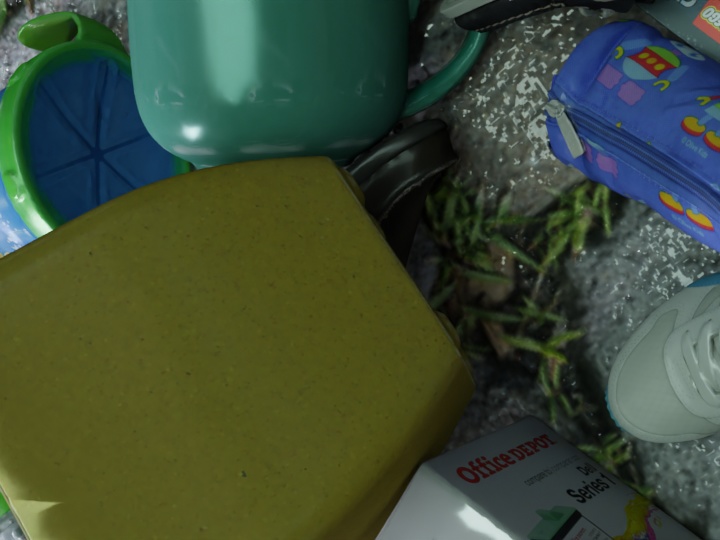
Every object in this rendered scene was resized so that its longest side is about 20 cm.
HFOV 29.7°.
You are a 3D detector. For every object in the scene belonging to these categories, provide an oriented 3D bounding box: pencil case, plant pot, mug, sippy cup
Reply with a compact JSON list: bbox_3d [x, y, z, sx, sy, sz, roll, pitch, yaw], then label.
[{"bbox_3d":[0.158,-0.050,0.620,0.200,0.086,0.079,-133,40,-52],"label":"pencil case"},{"bbox_3d":[-0.055,0.058,0.657,0.199,0.196,0.195,-34,76,-1],"label":"plant pot"},{"bbox_3d":[-0.035,-0.112,0.731,0.183,0.152,0.116,3,100,29],"label":"mug"},{"bbox_3d":[-0.197,-0.060,0.848,0.129,0.179,0.140,-14,125,40],"label":"sippy cup"}]

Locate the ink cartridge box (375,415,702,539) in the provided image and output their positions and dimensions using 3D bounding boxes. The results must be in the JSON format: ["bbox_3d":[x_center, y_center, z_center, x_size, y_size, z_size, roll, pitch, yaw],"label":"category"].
[{"bbox_3d":[0.116,0.170,0.671,0.199,0.144,0.085,35,110,23],"label":"ink cartridge box"}]

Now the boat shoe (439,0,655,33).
[{"bbox_3d":[0.126,-0.153,0.643,0.199,0.074,0.060,-24,120,36],"label":"boat shoe"}]

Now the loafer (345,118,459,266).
[{"bbox_3d":[0.000,0.000,0.775,0.071,0.073,0.201,42,118,9],"label":"loafer"}]

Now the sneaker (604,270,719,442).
[{"bbox_3d":[0.199,0.028,0.650,0.199,0.080,0.077,-31,81,29],"label":"sneaker"}]

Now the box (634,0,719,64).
[{"bbox_3d":[0.207,-0.162,0.653,0.200,0.038,0.137,43,113,20],"label":"box"}]

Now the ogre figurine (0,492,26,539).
[{"bbox_3d":[-0.246,0.118,0.888,0.097,0.120,0.203,-15,76,-6],"label":"ogre figurine"}]
